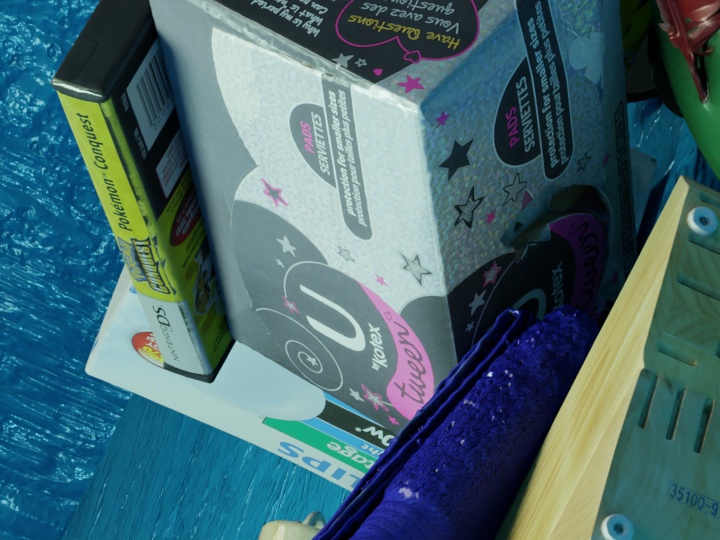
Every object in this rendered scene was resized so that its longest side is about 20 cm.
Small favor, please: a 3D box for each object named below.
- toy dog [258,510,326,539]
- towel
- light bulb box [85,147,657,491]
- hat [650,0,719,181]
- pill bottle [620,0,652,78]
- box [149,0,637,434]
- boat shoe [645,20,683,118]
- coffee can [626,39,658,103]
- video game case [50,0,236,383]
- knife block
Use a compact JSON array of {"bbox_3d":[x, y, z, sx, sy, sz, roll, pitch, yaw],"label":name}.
[{"bbox_3d":[-0.016,0.191,1.282,0.200,0.096,0.133,35,-104,-83],"label":"toy dog"},{"bbox_3d":[0.015,0.113,0.954,0.200,0.049,0.148,-43,-28,-26],"label":"towel"},{"bbox_3d":[0.000,0.000,1.235,0.200,0.197,0.125,125,168,-60],"label":"light bulb box"},{"bbox_3d":[0.104,-0.113,0.939,0.166,0.175,0.200,-74,12,-45],"label":"hat"},{"bbox_3d":[0.065,-0.123,1.065,0.200,0.112,0.113,106,-177,-58],"label":"pill bottle"},{"bbox_3d":[0.017,-0.044,0.988,0.115,0.132,0.201,-45,-34,-26],"label":"box"},{"bbox_3d":[0.155,-0.154,1.118,0.075,0.074,0.203,117,174,-65],"label":"boat shoe"},{"bbox_3d":[0.112,-0.201,1.263,0.146,0.146,0.201,132,161,-65],"label":"coffee can"},{"bbox_3d":[-0.043,-0.087,1.049,0.201,0.025,0.181,-63,-25,-29],"label":"video game case"},{"bbox_3d":[0.082,0.092,0.906,0.176,0.064,0.201,128,164,-58],"label":"knife block"}]
